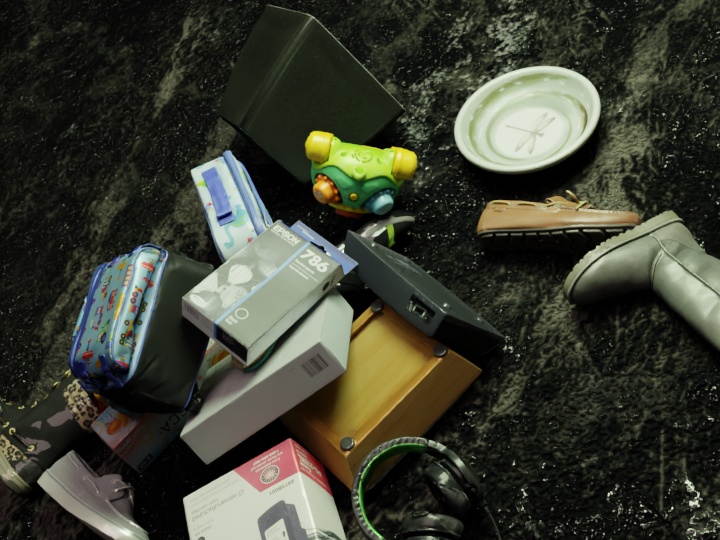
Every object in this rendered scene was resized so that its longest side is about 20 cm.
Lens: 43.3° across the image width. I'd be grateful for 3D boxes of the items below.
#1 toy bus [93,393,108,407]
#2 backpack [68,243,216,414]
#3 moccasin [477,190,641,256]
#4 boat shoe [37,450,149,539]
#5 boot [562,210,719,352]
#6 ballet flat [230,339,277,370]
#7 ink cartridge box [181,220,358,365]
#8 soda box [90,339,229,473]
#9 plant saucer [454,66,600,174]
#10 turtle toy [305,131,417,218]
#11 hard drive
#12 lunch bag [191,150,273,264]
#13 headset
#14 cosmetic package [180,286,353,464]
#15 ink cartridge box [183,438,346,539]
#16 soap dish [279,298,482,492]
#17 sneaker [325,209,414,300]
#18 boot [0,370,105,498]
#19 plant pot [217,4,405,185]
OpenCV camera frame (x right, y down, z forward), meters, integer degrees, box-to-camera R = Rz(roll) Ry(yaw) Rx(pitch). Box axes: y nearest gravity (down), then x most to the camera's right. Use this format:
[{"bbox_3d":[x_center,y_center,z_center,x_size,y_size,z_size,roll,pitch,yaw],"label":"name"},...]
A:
[{"bbox_3d":[-0.277,0.093,1.209,0.199,0.079,0.065,-33,46,-12],"label":"toy bus"},{"bbox_3d":[-0.264,0.075,1.060,0.199,0.134,0.184,-13,57,49],"label":"backpack"},{"bbox_3d":[0.244,-0.062,1.116,0.200,0.074,0.078,0,60,36],"label":"moccasin"},{"bbox_3d":[-0.309,0.276,1.092,0.199,0.072,0.069,16,60,44],"label":"boat shoe"},{"bbox_3d":[0.347,0.036,0.994,0.181,0.073,0.200,-33,53,-1],"label":"boot"},{"bbox_3d":[-0.125,0.042,1.065,0.070,0.065,0.200,-27,20,15],"label":"ballet flat"},{"bbox_3d":[-0.096,0.010,1.021,0.099,0.039,0.200,34,52,17],"label":"ink cartridge box"},{"bbox_3d":[-0.240,0.154,1.153,0.200,0.069,0.063,-46,47,-16],"label":"soda box"},{"bbox_3d":[0.230,-0.195,1.242,0.199,0.050,0.201,-12,49,14],"label":"plant saucer"},{"bbox_3d":[-0.007,-0.123,1.212,0.145,0.200,0.102,11,98,-3],"label":"turtle toy"},{"bbox_3d":[0.068,0.028,1.080,0.200,0.135,0.042,41,103,44],"label":"hard drive"},{"bbox_3d":[-0.159,-0.055,1.225,0.082,0.161,0.200,-26,45,-2],"label":"lunch bag"},{"bbox_3d":[0.085,0.240,0.916,0.199,0.094,0.124,20,63,17],"label":"headset"},{"bbox_3d":[-0.102,0.114,1.032,0.199,0.052,0.151,-35,19,16],"label":"cosmetic package"},{"bbox_3d":[-0.091,0.303,0.943,0.144,0.084,0.201,-30,46,8],"label":"ink cartridge box"},{"bbox_3d":[0.015,0.136,1.043,0.200,0.081,0.157,-43,48,-13],"label":"soap dish"},{"bbox_3d":[0.000,0.000,1.190,0.199,0.072,0.083,-35,81,-12],"label":"sneaker"},{"bbox_3d":[-0.431,0.187,1.209,0.150,0.073,0.200,-38,47,-9],"label":"boot"},{"bbox_3d":[-0.092,-0.244,1.316,0.178,0.200,0.199,-50,31,-1],"label":"plant pot"}]
